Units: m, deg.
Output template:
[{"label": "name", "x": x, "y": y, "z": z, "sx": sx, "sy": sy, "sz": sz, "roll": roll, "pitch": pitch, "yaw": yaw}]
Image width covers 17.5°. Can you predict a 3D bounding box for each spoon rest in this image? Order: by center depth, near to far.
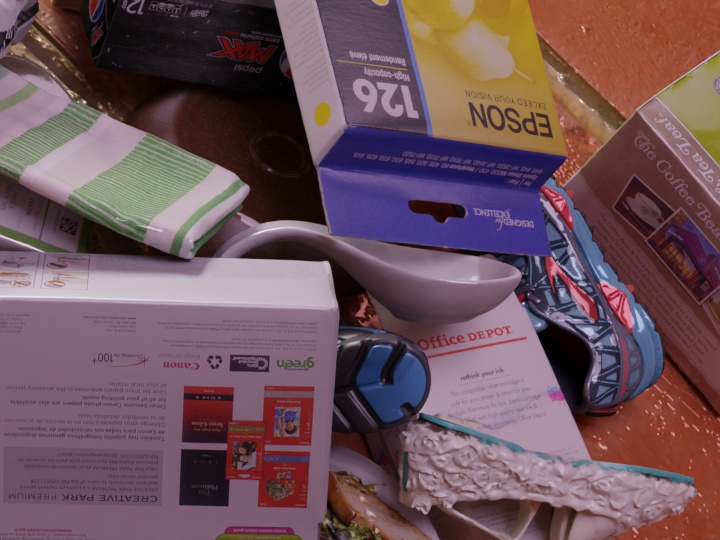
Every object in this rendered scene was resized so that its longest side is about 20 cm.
[{"label": "spoon rest", "x": 0.000, "y": 0.000, "z": 1.432, "sx": 0.199, "sy": 0.099, "sz": 0.061, "roll": -2, "pitch": 101, "yaw": -7}]

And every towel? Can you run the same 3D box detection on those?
[{"label": "towel", "x": -0.170, "y": -0.072, "z": 1.375, "sx": 0.200, "sy": 0.023, "sz": 0.153, "roll": 28, "pitch": 19, "yaw": 2}]

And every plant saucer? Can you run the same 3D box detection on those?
[{"label": "plant saucer", "x": -0.057, "y": -0.065, "z": 1.521, "sx": 0.200, "sy": 0.037, "sz": 0.201, "roll": 15, "pitch": 43, "yaw": -14}]

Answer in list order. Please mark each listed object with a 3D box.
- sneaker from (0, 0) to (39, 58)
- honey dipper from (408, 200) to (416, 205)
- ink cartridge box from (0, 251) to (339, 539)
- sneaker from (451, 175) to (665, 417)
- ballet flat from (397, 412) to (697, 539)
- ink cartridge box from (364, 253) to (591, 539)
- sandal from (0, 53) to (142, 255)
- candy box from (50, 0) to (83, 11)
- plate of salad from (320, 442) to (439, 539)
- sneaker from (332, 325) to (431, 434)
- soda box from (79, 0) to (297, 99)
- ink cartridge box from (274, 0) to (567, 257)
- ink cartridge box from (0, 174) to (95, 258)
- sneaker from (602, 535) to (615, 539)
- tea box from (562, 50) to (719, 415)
[{"label": "sneaker", "x": -0.220, "y": -0.196, "z": 1.421, "sx": 0.075, "sy": 0.115, "sz": 0.200, "roll": 28, "pitch": 7, "yaw": -4}, {"label": "honey dipper", "x": -0.009, "y": -0.006, "z": 1.537, "sx": 0.038, "sy": 0.038, "sz": 0.200, "roll": 41, "pitch": 47, "yaw": -1}, {"label": "ink cartridge box", "x": -0.118, "y": 0.086, "z": 1.320, "sx": 0.199, "sy": 0.176, "sz": 0.084, "roll": 2, "pitch": 19, "yaw": -6}, {"label": "sneaker", "x": 0.119, "y": 0.010, "z": 1.575, "sx": 0.095, "sy": 0.079, "sz": 0.200, "roll": -33, "pitch": 80, "yaw": -38}, {"label": "ballet flat", "x": 0.108, "y": 0.136, "z": 1.420, "sx": 0.199, "sy": 0.072, "sz": 0.072, "roll": 14, "pitch": 55, "yaw": -21}, {"label": "ink cartridge box", "x": 0.068, "y": 0.096, "z": 1.496, "sx": 0.116, "sy": 0.068, "sz": 0.201, "roll": -9, "pitch": 67, "yaw": -34}, {"label": "sandal", "x": -0.180, "y": -0.056, "z": 1.456, "sx": 0.080, "sy": 0.054, "sz": 0.200, "roll": -16, "pitch": 70, "yaw": -37}, {"label": "candy box", "x": -0.096, "y": -0.211, "z": 1.564, "sx": 0.199, "sy": 0.115, "sz": 0.055, "roll": 8, "pitch": 55, "yaw": -26}, {"label": "plate of salad", "x": -0.046, "y": 0.171, "z": 1.364, "sx": 0.199, "sy": 0.048, "sz": 0.201, "roll": 5, "pitch": 51, "yaw": -6}, {"label": "sneaker", "x": -0.056, "y": 0.074, "z": 1.416, "sx": 0.199, "sy": 0.082, "sz": 0.074, "roll": -4, "pitch": 98, "yaw": 3}, {"label": "soda box", "x": -0.076, "y": -0.161, "z": 1.522, "sx": 0.199, "sy": 0.071, "sz": 0.063, "roll": 8, "pitch": 38, "yaw": -25}, {"label": "ink cartridge box", "x": 0.043, "y": -0.114, "z": 1.480, "sx": 0.197, "sy": 0.047, "sz": 0.201, "roll": 4, "pitch": 62, "yaw": -42}, {"label": "ink cartridge box", "x": -0.263, "y": -0.032, "z": 1.358, "sx": 0.199, "sy": 0.104, "sz": 0.059, "roll": 21, "pitch": 52, "yaw": -18}, {"label": "sneaker", "x": 0.104, "y": 0.245, "z": 1.419, "sx": 0.200, "sy": 0.074, "sz": 0.116, "roll": -18, "pitch": 74, "yaw": -33}, {"label": "tea box", "x": 0.278, "y": -0.043, "z": 1.666, "sx": 0.197, "sy": 0.134, "sz": 0.200, "roll": -32, "pitch": 80, "yaw": -41}]
